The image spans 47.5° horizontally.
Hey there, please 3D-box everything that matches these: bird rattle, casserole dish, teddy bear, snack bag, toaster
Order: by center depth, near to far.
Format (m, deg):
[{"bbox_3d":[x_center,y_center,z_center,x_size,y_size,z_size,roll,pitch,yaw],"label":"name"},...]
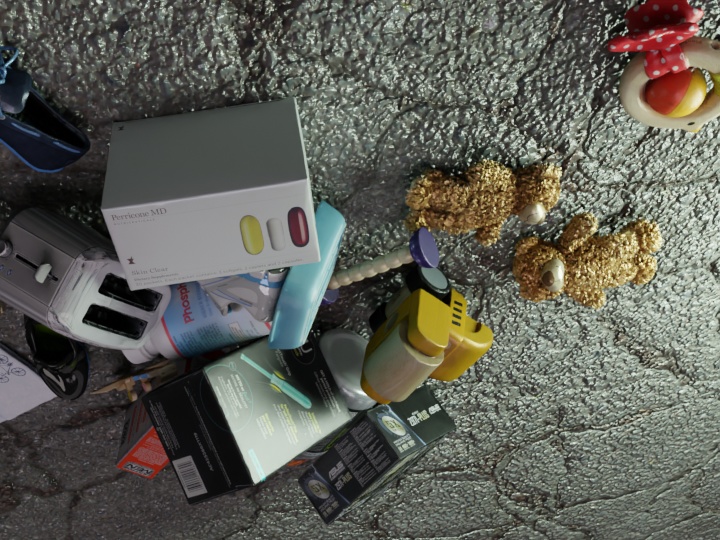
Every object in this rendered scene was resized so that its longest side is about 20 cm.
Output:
[{"bbox_3d":[0.352,-0.211,0.890,0.199,0.113,0.163,6,149,-14],"label":"bird rattle"},{"bbox_3d":[-0.303,0.017,0.907,0.114,0.129,0.200,-61,152,-5],"label":"toaster"},{"bbox_3d":[-0.058,0.008,0.942,0.039,0.200,0.121,19,133,2],"label":"casserole dish"},{"bbox_3d":[0.147,-0.080,0.993,0.199,0.067,0.145,5,136,-17],"label":"teddy bear"},{"bbox_3d":[0.306,-0.008,1.087,0.199,0.067,0.145,4,131,-16],"label":"teddy bear"},{"bbox_3d":[-0.542,0.159,1.114,0.199,0.021,0.189,-25,135,12],"label":"snack bag"}]

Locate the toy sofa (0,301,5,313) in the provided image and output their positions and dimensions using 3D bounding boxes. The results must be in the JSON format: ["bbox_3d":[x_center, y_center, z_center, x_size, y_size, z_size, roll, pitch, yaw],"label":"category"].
[{"bbox_3d":[-0.448,-0.028,0.893,0.082,0.098,0.200,-2,135,-10],"label":"toy sofa"}]

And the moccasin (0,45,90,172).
[{"bbox_3d":[-0.342,-0.174,0.791,0.068,0.081,0.200,-13,151,22],"label":"moccasin"}]

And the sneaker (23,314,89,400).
[{"bbox_3d":[-0.394,0.103,1.046,0.070,0.083,0.200,-3,135,-9],"label":"sneaker"}]

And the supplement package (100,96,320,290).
[{"bbox_3d":[-0.152,-0.083,0.857,0.199,0.156,0.111,-9,133,-3],"label":"supplement package"}]

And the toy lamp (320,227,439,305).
[{"bbox_3d":[0.000,0.000,1.029,0.199,0.058,0.058,-19,137,26],"label":"toy lamp"}]

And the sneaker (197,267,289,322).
[{"bbox_3d":[-0.165,0.004,0.927,0.075,0.200,0.087,-17,122,-46],"label":"sneaker"}]

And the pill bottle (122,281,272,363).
[{"bbox_3d":[-0.197,0.048,1.016,0.199,0.109,0.109,-18,136,5],"label":"pill bottle"}]

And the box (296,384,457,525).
[{"bbox_3d":[0.025,0.284,1.266,0.164,0.086,0.200,-13,150,-52],"label":"box"}]

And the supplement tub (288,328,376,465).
[{"bbox_3d":[-0.061,0.187,1.176,0.122,0.123,0.200,21,126,-29],"label":"supplement tub"}]

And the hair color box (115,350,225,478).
[{"bbox_3d":[-0.266,0.195,1.144,0.061,0.102,0.200,27,128,-26],"label":"hair color box"}]

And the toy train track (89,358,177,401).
[{"bbox_3d":[-0.282,0.148,1.075,0.114,0.033,0.200,-24,-177,-34],"label":"toy train track"}]

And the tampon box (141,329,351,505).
[{"bbox_3d":[-0.137,0.172,1.024,0.126,0.150,0.200,-25,179,36],"label":"tampon box"}]

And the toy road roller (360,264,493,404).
[{"bbox_3d":[0.094,0.098,1.069,0.146,0.200,0.123,34,122,-11],"label":"toy road roller"}]
